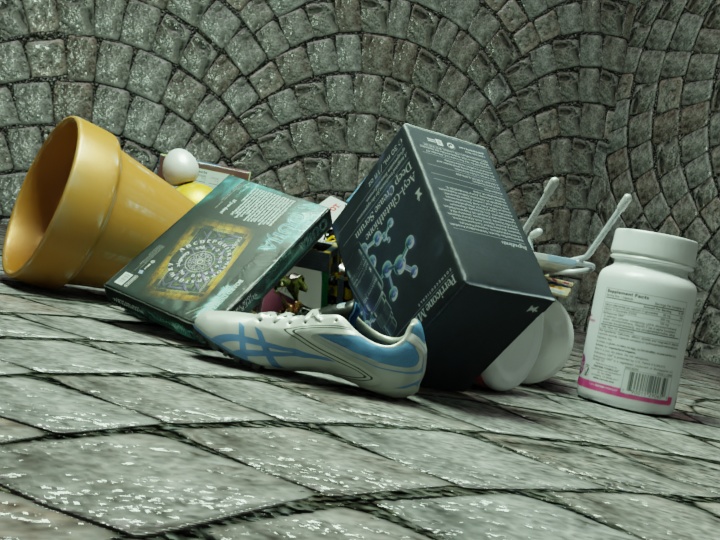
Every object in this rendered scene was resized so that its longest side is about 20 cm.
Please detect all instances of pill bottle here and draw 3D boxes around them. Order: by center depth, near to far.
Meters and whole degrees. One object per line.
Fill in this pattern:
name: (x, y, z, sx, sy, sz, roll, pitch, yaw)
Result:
pill bottle: (0.088, 0.055, 1.027, 0.199, 0.116, 0.116, 11, 1, 40)
pill bottle: (0.325, 0.058, 1.090, 0.113, 0.201, 0.113, 12, 0, 0)
pill bottle: (0.200, 0.076, 1.185, 0.113, 0.114, 0.200, 11, 1, 4)

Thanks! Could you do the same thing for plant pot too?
plant pot: (-0.301, -0.056, 1.129, 0.183, 0.201, 0.200, 24, -6, -33)

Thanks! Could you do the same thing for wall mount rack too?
wall mount rack: (0.216, -0.044, 1.111, 0.199, 0.075, 0.174, 7, -14, -32)

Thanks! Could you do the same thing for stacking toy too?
stacking toy: (-0.224, -0.066, 1.269, 0.146, 0.201, 0.146, -15, -1, 0)

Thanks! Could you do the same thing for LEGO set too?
LEGO set: (-0.078, 0.000, 1.047, 0.199, 0.154, 0.116, 4, 20, 23)

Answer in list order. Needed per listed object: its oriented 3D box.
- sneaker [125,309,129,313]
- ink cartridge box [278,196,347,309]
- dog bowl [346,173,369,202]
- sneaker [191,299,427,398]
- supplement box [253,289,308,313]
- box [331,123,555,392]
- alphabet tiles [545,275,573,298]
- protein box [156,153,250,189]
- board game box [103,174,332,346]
sneaker: (-0.215, 0.018, 1.022, 0.079, 0.078, 0.200, 2, 2, -7)
ink cartridge box: (0.000, 0.000, 1.222, 0.200, 0.084, 0.145, 27, 35, 16)
dog bowl: (0.068, -0.075, 1.275, 0.111, 0.050, 0.200, 29, 3, 41)
sneaker: (-0.042, 0.055, 0.787, 0.199, 0.073, 0.072, 10, 2, 7)
supplement box: (-0.110, 0.026, 1.373, 0.110, 0.086, 0.200, 11, 1, -18)
box: (0.070, -0.010, 0.892, 0.107, 0.149, 0.200, 10, 44, -32)
alphabet tiles: (0.174, 0.004, 1.140, 0.166, 0.006, 0.200, 14, 9, 14)
protein box: (-0.256, -0.062, 1.443, 0.134, 0.201, 0.199, 11, 1, -9)
board game box: (-0.137, -0.016, 0.935, 0.135, 0.028, 0.200, 20, 48, 26)
